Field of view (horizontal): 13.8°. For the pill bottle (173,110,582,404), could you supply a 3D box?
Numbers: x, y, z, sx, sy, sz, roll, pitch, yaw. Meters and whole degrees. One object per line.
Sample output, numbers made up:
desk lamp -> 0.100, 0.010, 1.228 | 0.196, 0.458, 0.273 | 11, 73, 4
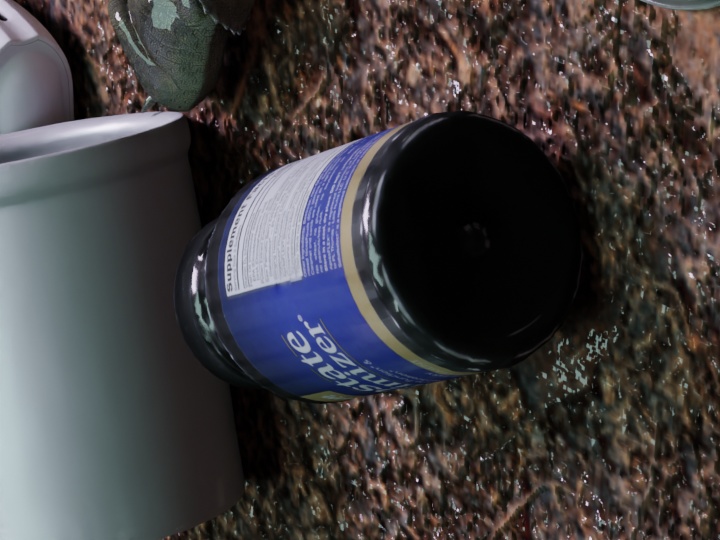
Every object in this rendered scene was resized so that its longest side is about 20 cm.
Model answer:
pill bottle -> 0.000, 0.000, 1.323 | 0.200, 0.112, 0.112 | -16, 88, 58

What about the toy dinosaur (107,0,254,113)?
toy dinosaur -> -0.092, -0.125, 1.449 | 0.200, 0.077, 0.102 | -56, 48, 45

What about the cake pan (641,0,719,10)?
cake pan -> 0.105, -0.198, 1.159 | 0.200, 0.037, 0.201 | 27, 124, 50

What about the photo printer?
photo printer -> -0.221, -0.064, 1.671 | 0.166, 0.069, 0.201 | 26, 123, 50

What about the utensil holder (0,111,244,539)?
utensil holder -> -0.152, 0.032, 1.519 | 0.170, 0.170, 0.201 | 2, 107, 56
